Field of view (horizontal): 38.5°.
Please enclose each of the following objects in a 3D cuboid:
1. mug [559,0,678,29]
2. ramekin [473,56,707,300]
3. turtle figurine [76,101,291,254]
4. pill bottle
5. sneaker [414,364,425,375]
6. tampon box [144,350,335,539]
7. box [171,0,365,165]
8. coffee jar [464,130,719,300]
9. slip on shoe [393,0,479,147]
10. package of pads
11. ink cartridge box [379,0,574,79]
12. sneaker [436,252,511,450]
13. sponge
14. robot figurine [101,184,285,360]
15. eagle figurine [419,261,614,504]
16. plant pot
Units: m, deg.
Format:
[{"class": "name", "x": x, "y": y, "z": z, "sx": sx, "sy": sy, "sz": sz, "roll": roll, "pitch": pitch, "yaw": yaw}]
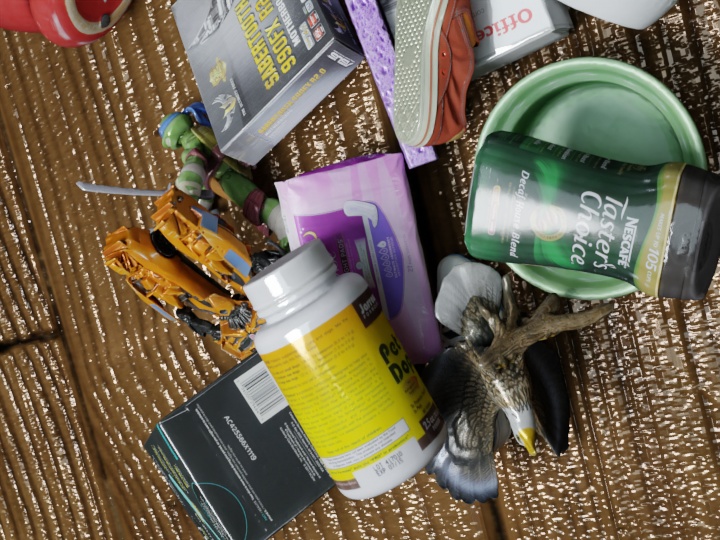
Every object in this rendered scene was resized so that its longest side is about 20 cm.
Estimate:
[{"class": "mug", "x": 0.197, "y": -0.300, "z": 0.819, "sx": 0.196, "sy": 0.148, "sz": 0.178, "roll": 14, "pitch": 114, "yaw": -11}, {"class": "ramekin", "x": 0.205, "y": -0.084, "z": 0.903, "sx": 0.196, "sy": 0.097, "sz": 0.205, "roll": 6, "pitch": 104, "yaw": 23}, {"class": "turtle figurine", "x": -0.152, "y": -0.057, "z": 1.044, "sx": 0.192, "sy": 0.201, "sz": 0.145, "roll": 32, "pitch": 143, "yaw": 9}, {"class": "pill bottle", "x": -0.017, "y": 0.080, "z": 0.867, "sx": 0.108, "sy": 0.109, "sz": 0.202, "roll": -27, "pitch": 98, "yaw": 26}, {"class": "sneaker", "x": -0.022, "y": 0.071, "z": 1.062, "sx": 0.198, "sy": 0.074, "sz": 0.082, "roll": 27, "pitch": 121, "yaw": 22}, {"class": "tampon box", "x": -0.123, "y": 0.191, "z": 1.042, "sx": 0.151, "sy": 0.125, "sz": 0.200, "roll": 55, "pitch": 159, "yaw": 4}, {"class": "box", "x": -0.094, "y": -0.229, "z": 0.984, "sx": 0.158, "sy": 0.048, "sz": 0.203, "roll": -38, "pitch": 56, "yaw": 26}, {"class": "coffee jar", "x": 0.186, "y": -0.044, "z": 0.818, "sx": 0.196, "sy": 0.085, "sz": 0.107, "roll": 12, "pitch": 107, "yaw": 21}, {"class": "slip on shoe", "x": 0.069, "y": -0.205, "z": 0.871, "sx": 0.074, "sy": 0.060, "sz": 0.205, "roll": 12, "pitch": 98, "yaw": 62}, {"class": "package of pads", "x": 0.000, "y": 0.000, "z": 0.950, "sx": 0.118, "sy": 0.076, "sz": 0.204, "roll": -13, "pitch": 97, "yaw": -4}, {"class": "ink cartridge box", "x": 0.085, "y": -0.277, "z": 0.923, "sx": 0.144, "sy": 0.085, "sz": 0.203, "roll": -21, "pitch": 94, "yaw": 26}, {"class": "sneaker", "x": 0.102, "y": 0.086, "z": 0.996, "sx": 0.071, "sy": 0.072, "sz": 0.204, "roll": 0, "pitch": 103, "yaw": 45}, {"class": "sponge", "x": 0.024, "y": -0.193, "z": 0.951, "sx": 0.029, "sy": 0.112, "sz": 0.204, "roll": -20, "pitch": 93, "yaw": 8}, {"class": "robot figurine", "x": -0.140, "y": 0.014, "z": 0.982, "sx": 0.144, "sy": 0.059, "sz": 0.199, "roll": -31, "pitch": 125, "yaw": 28}, {"class": "eagle figurine", "x": 0.127, "y": 0.105, "z": 0.916, "sx": 0.149, "sy": 0.153, "sz": 0.201, "roll": 14, "pitch": 148, "yaw": 9}, {"class": "plant pot", "x": -0.327, "y": -0.331, "z": 1.031, "sx": 0.180, "sy": 0.200, "sz": 0.204, "roll": 26, "pitch": 111, "yaw": 13}]
